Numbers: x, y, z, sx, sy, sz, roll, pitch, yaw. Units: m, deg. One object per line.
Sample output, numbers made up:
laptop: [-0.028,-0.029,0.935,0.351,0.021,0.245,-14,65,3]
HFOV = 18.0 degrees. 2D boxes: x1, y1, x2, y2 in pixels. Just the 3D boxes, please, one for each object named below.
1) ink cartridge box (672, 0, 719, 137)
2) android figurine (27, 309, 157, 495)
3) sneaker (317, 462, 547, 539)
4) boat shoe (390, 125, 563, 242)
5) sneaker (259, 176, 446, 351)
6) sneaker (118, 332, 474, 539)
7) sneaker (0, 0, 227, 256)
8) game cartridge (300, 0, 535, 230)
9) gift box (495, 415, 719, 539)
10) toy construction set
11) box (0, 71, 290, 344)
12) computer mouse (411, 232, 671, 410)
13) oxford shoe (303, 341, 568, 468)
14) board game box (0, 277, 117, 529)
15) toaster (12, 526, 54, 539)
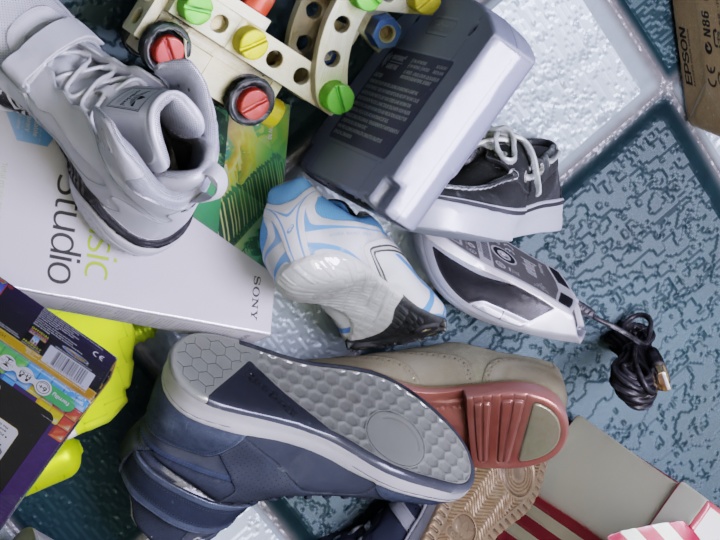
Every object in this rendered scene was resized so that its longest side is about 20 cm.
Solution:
ink cartridge box: [0.282,-0.199,1.446,0.164,0.075,0.201,-16,109,-19]
android figurine: [-0.217,0.051,1.331,0.199,0.041,0.183,-25,111,-13]
sneaker: [0.038,0.161,1.456,0.070,0.108,0.200,50,53,-22]
boat shoe: [0.077,-0.055,1.359,0.199,0.073,0.068,-7,103,-61]
sneaker: [0.000,0.000,1.356,0.072,0.200,0.073,-14,68,17]
sneaker: [-0.046,0.122,1.367,0.202,0.077,0.146,20,130,-15]
sneaker: [-0.146,-0.103,1.235,0.075,0.115,0.200,-40,98,-28]
game cartridge: [0.033,-0.095,1.304,0.041,0.200,0.133,32,91,-17]
gift box: [0.175,0.221,1.446,0.200,0.187,0.185,30,92,-32]
toy construction set: [-0.064,-0.159,1.297,0.200,0.092,0.131,32,94,-17]
box: [-0.140,-0.045,1.310,0.199,0.036,0.145,11,74,-26]
computer mouse: [0.106,0.021,1.435,0.200,0.110,0.044,30,111,-14]
oxford shoe: [0.031,0.080,1.415,0.199,0.074,0.071,6,119,5]
board game box: [-0.260,0.060,1.242,0.200,0.057,0.165,36,117,-6]
toaster: [-0.188,0.267,1.329,0.119,0.200,0.181,37,97,-23]
